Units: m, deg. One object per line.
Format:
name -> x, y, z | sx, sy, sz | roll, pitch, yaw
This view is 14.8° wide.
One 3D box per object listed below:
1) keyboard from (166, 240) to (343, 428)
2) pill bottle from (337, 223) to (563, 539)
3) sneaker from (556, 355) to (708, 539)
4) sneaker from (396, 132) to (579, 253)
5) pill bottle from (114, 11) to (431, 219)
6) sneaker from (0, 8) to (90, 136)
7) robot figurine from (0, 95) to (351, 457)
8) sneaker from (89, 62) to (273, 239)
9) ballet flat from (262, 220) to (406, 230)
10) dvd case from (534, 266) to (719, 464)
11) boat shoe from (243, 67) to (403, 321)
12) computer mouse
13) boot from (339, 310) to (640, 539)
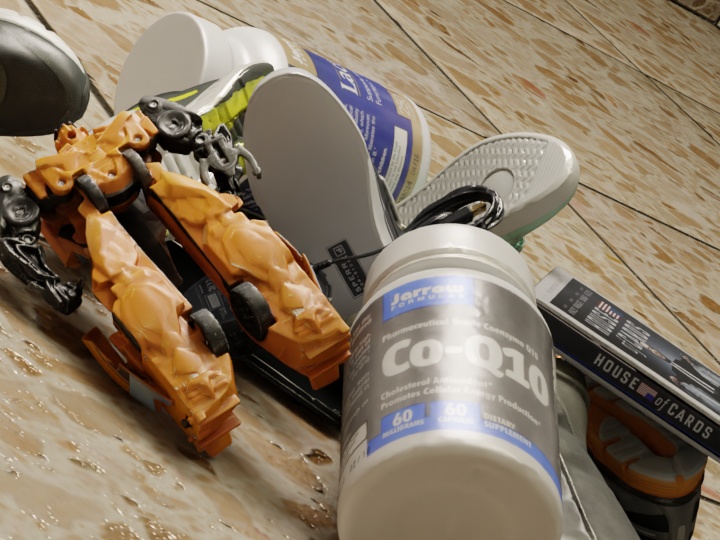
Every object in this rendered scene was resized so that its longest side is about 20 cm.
keyboard -> -0.079, 0.020, 1.612 | 0.200, 0.021, 0.127 | 36, 20, 3
pill bottle -> 0.046, 0.071, 1.434 | 0.113, 0.114, 0.200 | 29, 32, -19
sneaker -> 0.150, 0.107, 1.733 | 0.078, 0.078, 0.200 | -17, 32, -15
sneaker -> 0.093, -0.016, 1.794 | 0.118, 0.200, 0.074 | 33, 49, -30
pill bottle -> -0.058, -0.093, 1.826 | 0.199, 0.116, 0.116 | 22, 19, -40
sneaker -> -0.249, -0.105, 1.517 | 0.199, 0.075, 0.085 | 12, 28, 1
robot figurine -> -0.102, -0.003, 1.448 | 0.200, 0.145, 0.058 | 49, -23, 28
sneaker -> -0.120, -0.059, 1.596 | 0.200, 0.084, 0.075 | -27, 101, -49
ballet flat -> 0.000, 0.000, 1.732 | 0.199, 0.076, 0.068 | 27, -1, -22
dvd case -> 0.187, 0.068, 1.673 | 0.200, 0.025, 0.150 | 35, 11, 5
boat shoe -> -0.011, -0.033, 1.612 | 0.201, 0.071, 0.068 | 62, 10, -21
computer mouse -> -0.011, 0.004, 1.540 | 0.059, 0.199, 0.034 | -114, -176, -55
boot -> 0.075, 0.114, 1.536 | 0.181, 0.073, 0.201 | 14, 39, -18
